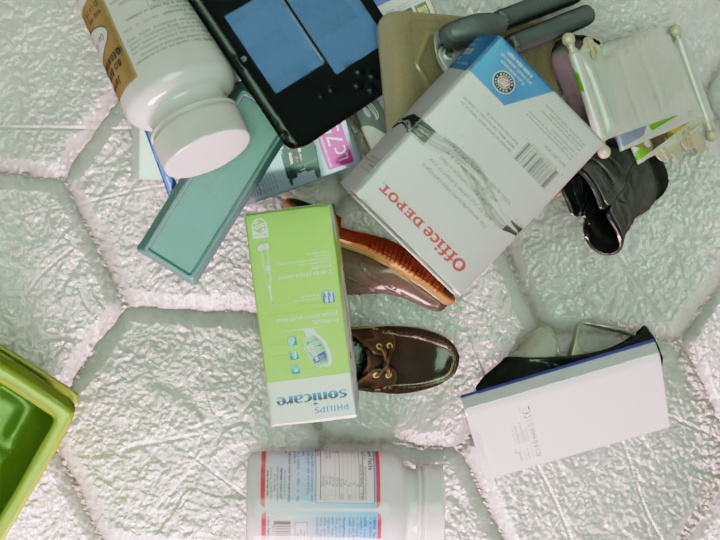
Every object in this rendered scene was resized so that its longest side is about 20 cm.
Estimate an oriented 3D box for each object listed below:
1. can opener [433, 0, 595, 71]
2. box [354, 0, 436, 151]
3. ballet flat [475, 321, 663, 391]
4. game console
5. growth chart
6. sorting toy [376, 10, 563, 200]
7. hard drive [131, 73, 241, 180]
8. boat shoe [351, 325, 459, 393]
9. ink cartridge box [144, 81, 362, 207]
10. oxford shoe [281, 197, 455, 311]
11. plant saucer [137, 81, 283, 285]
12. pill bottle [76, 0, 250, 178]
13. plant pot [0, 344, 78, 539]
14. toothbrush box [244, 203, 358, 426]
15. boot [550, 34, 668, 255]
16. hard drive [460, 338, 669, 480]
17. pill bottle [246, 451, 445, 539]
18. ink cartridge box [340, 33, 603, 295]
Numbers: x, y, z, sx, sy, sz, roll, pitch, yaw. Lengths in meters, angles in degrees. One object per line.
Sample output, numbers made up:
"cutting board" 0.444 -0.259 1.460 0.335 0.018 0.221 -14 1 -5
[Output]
"can opener" 0.155 -0.238 1.718 0.200 0.066 0.053 -24 90 -34
"box" 0.041 -0.194 1.770 0.119 0.041 0.201 -24 93 0
"ballet flat" 0.211 0.089 1.791 0.199 0.068 0.069 -5 85 -12
"game console" -0.059 -0.236 1.683 0.177 0.031 0.200 -36 94 -37
"growth chart" 0.284 -0.175 1.734 0.200 0.018 0.145 -14 90 -42
"sorting toy" 0.111 -0.161 1.735 0.199 0.036 0.186 -1 81 -28
"hard drive" -0.164 -0.191 1.768 0.131 0.026 0.201 2 95 -2
"boat shoe" 0.004 0.092 1.778 0.199 0.070 0.071 1 92 -4
"ink cartridge box" -0.109 -0.130 1.742 0.199 0.042 0.120 -19 98 3
"oxford shoe" 0.000 0.000 1.776 0.199 0.071 0.073 27 103 4
"plant saucer" -0.141 -0.085 1.719 0.070 0.019 0.200 32 95 -6
"pill bottle" -0.184 -0.196 1.668 0.114 0.114 0.201 -25 75 0
"plant pot" -0.399 0.158 1.713 0.199 0.181 0.200 31 94 -4
"toothbrush box" -0.054 0.039 1.668 0.086 0.146 0.201 -6 91 1
"boot" 0.232 -0.126 1.723 0.070 0.132 0.200 -23 104 42
"hard drive" 0.210 0.143 1.767 0.199 0.025 0.132 -16 139 2
"pill bottle" -0.016 0.238 1.769 0.199 0.109 0.109 1 95 -3
"ink cartridge box" 0.102 -0.100 1.631 0.145 0.084 0.200 44 89 -14
